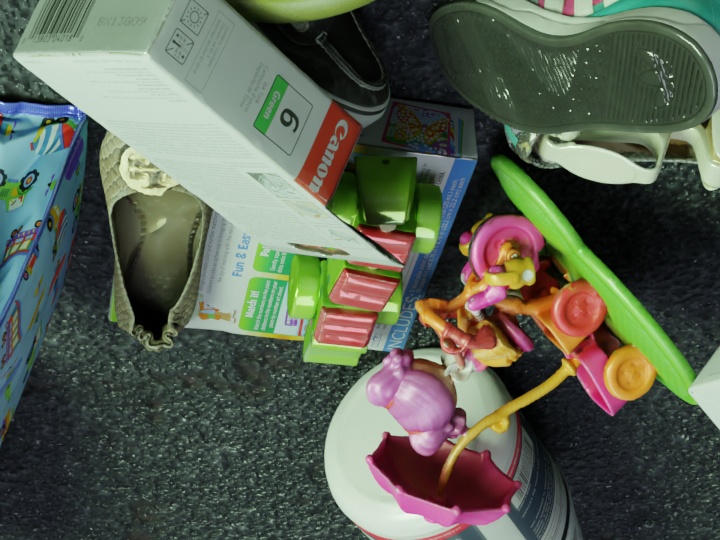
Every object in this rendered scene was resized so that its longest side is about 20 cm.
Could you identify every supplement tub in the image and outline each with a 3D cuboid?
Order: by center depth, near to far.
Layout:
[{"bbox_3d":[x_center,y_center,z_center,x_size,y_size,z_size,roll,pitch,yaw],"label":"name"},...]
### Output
[{"bbox_3d":[0.072,0.160,1.129,0.139,0.142,0.200,-15,141,18],"label":"supplement tub"}]

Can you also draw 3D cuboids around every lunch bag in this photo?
[{"bbox_3d":[-0.213,0.025,0.895,0.093,0.202,0.151,7,142,-11],"label":"lunch bag"}]

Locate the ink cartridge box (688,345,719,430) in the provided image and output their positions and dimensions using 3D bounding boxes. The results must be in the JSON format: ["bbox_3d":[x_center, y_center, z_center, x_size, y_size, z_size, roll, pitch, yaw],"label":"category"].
[{"bbox_3d":[0.294,0.040,0.932,0.115,0.200,0.068,49,149,-9],"label":"ink cartridge box"}]

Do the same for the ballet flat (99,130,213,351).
[{"bbox_3d":[-0.117,-0.016,0.903,0.066,0.047,0.201,4,142,-7],"label":"ballet flat"}]

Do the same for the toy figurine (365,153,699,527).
[{"bbox_3d":[0.076,0.064,0.947,0.184,0.150,0.200,-41,114,-1],"label":"toy figurine"}]

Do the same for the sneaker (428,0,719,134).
[{"bbox_3d":[0.134,-0.130,0.799,0.199,0.120,0.084,16,133,50],"label":"sneaker"}]

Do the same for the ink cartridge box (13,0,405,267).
[{"bbox_3d":[-0.063,-0.072,0.787,0.108,0.051,0.200,8,158,45],"label":"ink cartridge box"}]

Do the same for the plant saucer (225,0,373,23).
[{"bbox_3d":[-0.038,-0.196,0.693,0.197,0.031,0.202,-1,122,-1],"label":"plant saucer"}]

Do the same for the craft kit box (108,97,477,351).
[{"bbox_3d":[-0.048,-0.030,0.958,0.195,0.049,0.201,5,142,-12],"label":"craft kit box"}]

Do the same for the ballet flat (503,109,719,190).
[{"bbox_3d":[0.175,-0.076,0.880,0.198,0.073,0.072,1,143,-3],"label":"ballet flat"}]

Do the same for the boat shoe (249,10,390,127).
[{"bbox_3d":[-0.037,-0.143,0.785,0.063,0.071,0.200,-24,135,28],"label":"boat shoe"}]

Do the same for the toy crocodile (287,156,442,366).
[{"bbox_3d":[0.000,0.000,0.913,0.067,0.062,0.201,8,143,-12],"label":"toy crocodile"}]
